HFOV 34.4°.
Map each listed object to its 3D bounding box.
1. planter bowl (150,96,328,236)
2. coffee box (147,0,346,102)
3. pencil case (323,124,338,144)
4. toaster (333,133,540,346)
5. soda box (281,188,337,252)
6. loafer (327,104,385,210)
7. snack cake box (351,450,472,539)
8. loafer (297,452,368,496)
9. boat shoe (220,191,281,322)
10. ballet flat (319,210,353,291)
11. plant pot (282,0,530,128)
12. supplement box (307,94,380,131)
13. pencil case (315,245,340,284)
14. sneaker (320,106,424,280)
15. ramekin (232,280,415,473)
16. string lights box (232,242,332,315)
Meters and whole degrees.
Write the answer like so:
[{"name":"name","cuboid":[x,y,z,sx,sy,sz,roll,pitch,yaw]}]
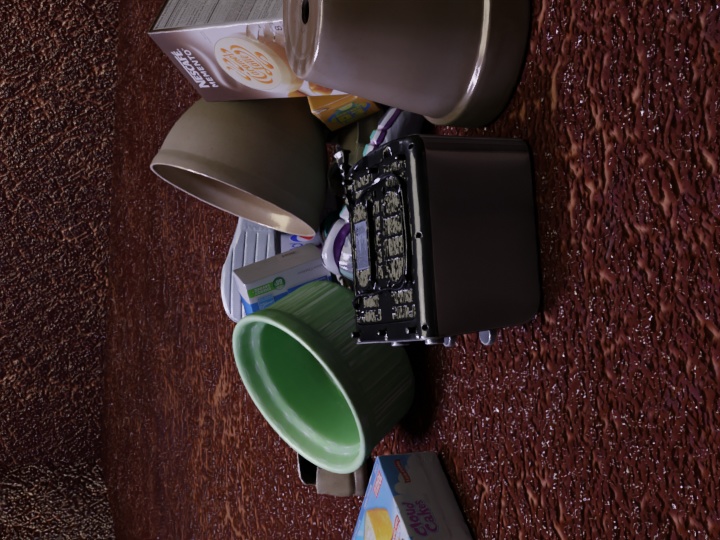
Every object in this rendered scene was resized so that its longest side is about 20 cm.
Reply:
[{"name":"planter bowl","cuboid":[-0.118,-0.138,1.313,0.135,0.200,0.200,-68,18,-8]},{"name":"coffee box","cuboid":[-0.097,-0.238,1.181,0.200,0.114,0.080,3,58,35]},{"name":"pencil case","cuboid":[-0.052,-0.246,1.397,0.089,0.078,0.200,-131,42,-69]},{"name":"toaster","cuboid":[0.063,-0.031,1.035,0.181,0.118,0.200,165,101,-69]},{"name":"soda box","cuboid":[-0.090,-0.059,1.536,0.200,0.068,0.064,129,137,-62]},{"name":"loafer","cuboid":[-0.004,-0.121,1.287,0.076,0.068,0.200,115,147,-52]},{"name":"snack cake box","cuboid":[0.044,0.295,1.201,0.115,0.067,0.200,-112,27,-45]},{"name":"loafer","cuboid":[-0.050,0.226,1.454,0.200,0.067,0.076,-158,68,-69]},{"name":"boat shoe","cuboid":[-0.123,-0.033,1.437,0.062,0.072,0.200,-6,-73,-80]},{"name":"ballet flat","cuboid":[0.000,0.000,1.295,0.200,0.073,0.073,-129,41,-56]},{"name":"plant pot","cuboid":[0.029,-0.228,1.031,0.200,0.173,0.201,178,90,-69]},{"name":"supplement box","cuboid":[-0.042,-0.258,1.276,0.069,0.066,0.200,44,-153,-68]},{"name":"pencil case","cuboid":[-0.083,0.027,1.500,0.093,0.085,0.200,66,157,1]},{"name":"sneaker","cuboid":[0.039,-0.074,1.186,0.087,0.074,0.200,30,104,24]},{"name":"ramekin","cuboid":[-0.035,0.108,1.249,0.200,0.098,0.200,34,144,29]},{"name":"string lights box","cuboid":[-0.071,0.080,1.369,0.059,0.103,0.200,-140,33,-64]}]
